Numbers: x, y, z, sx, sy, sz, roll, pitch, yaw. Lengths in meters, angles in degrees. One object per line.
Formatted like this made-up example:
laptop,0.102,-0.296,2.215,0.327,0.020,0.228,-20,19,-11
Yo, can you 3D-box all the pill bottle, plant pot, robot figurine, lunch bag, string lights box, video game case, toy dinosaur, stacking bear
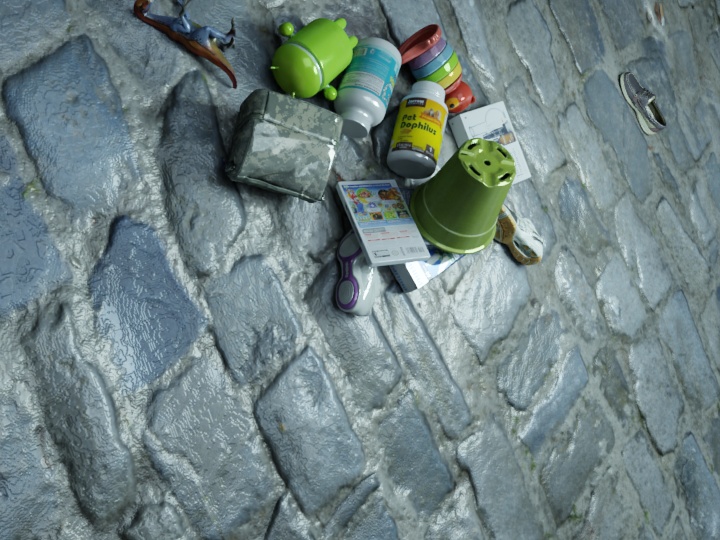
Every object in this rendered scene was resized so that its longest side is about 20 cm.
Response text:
pill bottle,0.011,-0.381,1.477,0.111,0.111,0.200,27,69,-25
plant pot,0.224,-0.167,1.440,0.200,0.190,0.200,8,57,-12
robot figurine,-0.096,-0.429,1.417,0.200,0.116,0.176,-49,115,-28
lunch bag,-0.149,-0.229,1.334,0.200,0.139,0.168,16,73,-28
string lights box,0.153,-0.044,1.532,0.200,0.059,0.103,-34,96,-32
pill bottle,0.129,-0.310,1.538,0.109,0.109,0.200,23,70,-26
video game case,0.045,-0.101,1.434,0.143,0.018,0.200,-7,61,-30
toy dinosaur,-0.324,-0.445,1.302,0.181,0.105,0.200,-4,96,-12
video game case,0.132,-0.112,1.502,0.200,0.019,0.143,4,58,-17
stacking bear,0.183,-0.446,1.600,0.200,0.121,0.114,49,34,-26

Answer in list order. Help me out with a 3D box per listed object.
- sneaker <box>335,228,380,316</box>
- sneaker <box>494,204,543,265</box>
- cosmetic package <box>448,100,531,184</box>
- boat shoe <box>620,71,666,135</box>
sneaker,0.000,0.000,1.439,0.100,0.075,0.200,32,60,-50
sneaker,0.364,-0.103,1.678,0.200,0.076,0.088,47,45,-19
cosmetic package,0.312,-0.291,1.683,0.151,0.052,0.200,-24,94,-30
boat shoe,0.819,-0.488,2.021,0.072,0.065,0.200,-33,98,-30
